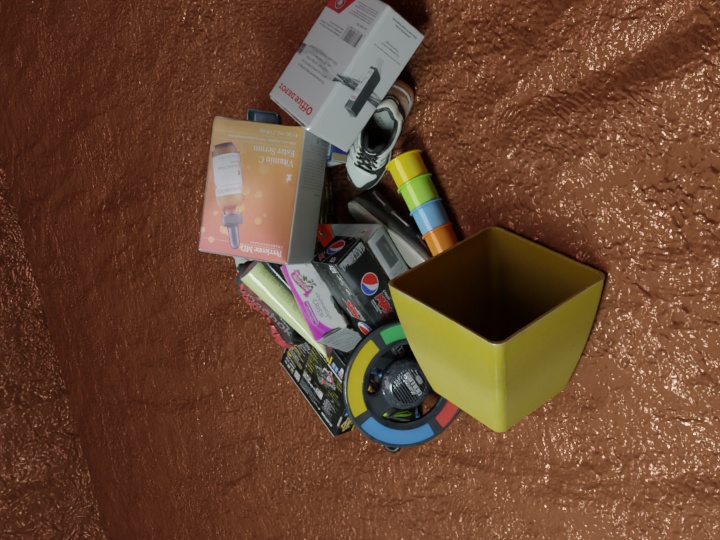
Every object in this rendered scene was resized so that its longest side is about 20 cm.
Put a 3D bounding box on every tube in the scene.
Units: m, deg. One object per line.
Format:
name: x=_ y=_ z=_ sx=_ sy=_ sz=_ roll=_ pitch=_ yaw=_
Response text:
tube: x=-0.116 y=0.064 z=1.479 sx=0.200 sy=0.058 sz=0.052 roll=44 pitch=159 yaw=-14

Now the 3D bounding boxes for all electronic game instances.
electronic game: x=0.069 y=0.169 z=1.315 sx=0.042 sy=0.198 sz=0.202 roll=-144 pitch=46 yaw=-72

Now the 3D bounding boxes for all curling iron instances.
curling iron: x=-0.157 y=-0.029 z=1.428 sx=0.201 sy=0.026 sz=0.049 roll=55 pitch=146 yaw=-9

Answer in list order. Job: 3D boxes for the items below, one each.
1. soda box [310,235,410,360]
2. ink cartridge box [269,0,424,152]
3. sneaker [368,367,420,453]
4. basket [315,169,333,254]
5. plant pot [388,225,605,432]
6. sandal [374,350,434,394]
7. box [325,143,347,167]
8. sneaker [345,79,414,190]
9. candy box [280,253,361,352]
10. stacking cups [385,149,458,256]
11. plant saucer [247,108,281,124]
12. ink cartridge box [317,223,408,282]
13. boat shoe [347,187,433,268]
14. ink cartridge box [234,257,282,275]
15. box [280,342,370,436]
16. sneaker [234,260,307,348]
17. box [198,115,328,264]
soda box: x=0.011 y=0.043 z=1.334 sx=0.070 sy=0.063 sz=0.201 roll=7 pitch=136 yaw=53
ink cartridge box: x=-0.024 y=-0.292 z=1.259 sx=0.201 sy=0.083 sz=0.144 roll=-54 pitch=42 yaw=9
sneaker: x=0.050 y=0.226 z=1.400 sx=0.070 sy=0.083 sz=0.201 roll=18 pitch=146 yaw=28
basket: x=-0.141 y=-0.121 z=1.524 sx=0.148 sy=0.142 sz=0.202 roll=11 pitch=108 yaw=46
plant pot: x=0.177 y=0.085 z=1.145 sx=0.199 sy=0.199 sz=0.178 roll=29 pitch=136 yaw=45
sandal: x=0.067 y=0.165 z=1.434 sx=0.200 sy=0.048 sz=0.076 roll=-2 pitch=102 yaw=54
box: x=-0.048 y=-0.265 z=1.393 sx=0.121 sy=0.032 sz=0.202 roll=0 pitch=84 yaw=64
sneaker: x=0.014 y=-0.192 z=1.320 sx=0.075 sy=0.088 sz=0.201 roll=23 pitch=133 yaw=1
candy box: x=-0.051 y=0.056 z=1.442 sx=0.137 sy=0.061 sz=0.200 roll=64 pitch=-173 yaw=16
stacking cups: x=0.101 y=-0.075 z=1.285 sx=0.060 sy=0.060 sz=0.202 roll=-36 pitch=74 yaw=53
plant saucer: x=-0.155 y=-0.156 z=1.413 sx=0.069 sy=0.019 sz=0.202 roll=15 pitch=109 yaw=37
ink cartridge box: x=0.000 y=0.000 z=1.409 sx=0.199 sy=0.057 sz=0.163 roll=1 pitch=132 yaw=49
boat shoe: x=0.061 y=-0.065 z=1.351 sx=0.200 sy=0.057 sz=0.067 roll=41 pitch=163 yaw=32
ink cartridge box: x=-0.173 y=-0.047 z=1.623 sx=0.067 sy=0.115 sz=0.202 roll=3 pitch=104 yaw=52
box: x=-0.065 y=0.180 z=1.622 sx=0.200 sy=0.049 sz=0.161 roll=49 pitch=135 yaw=32
sneaker: x=-0.140 y=0.058 z=1.538 sx=0.097 sy=0.071 sz=0.201 roll=-2 pitch=134 yaw=39
box: x=-0.144 y=-0.118 z=1.319 sx=0.151 sy=0.106 sz=0.202 roll=8 pitch=93 yaw=17
